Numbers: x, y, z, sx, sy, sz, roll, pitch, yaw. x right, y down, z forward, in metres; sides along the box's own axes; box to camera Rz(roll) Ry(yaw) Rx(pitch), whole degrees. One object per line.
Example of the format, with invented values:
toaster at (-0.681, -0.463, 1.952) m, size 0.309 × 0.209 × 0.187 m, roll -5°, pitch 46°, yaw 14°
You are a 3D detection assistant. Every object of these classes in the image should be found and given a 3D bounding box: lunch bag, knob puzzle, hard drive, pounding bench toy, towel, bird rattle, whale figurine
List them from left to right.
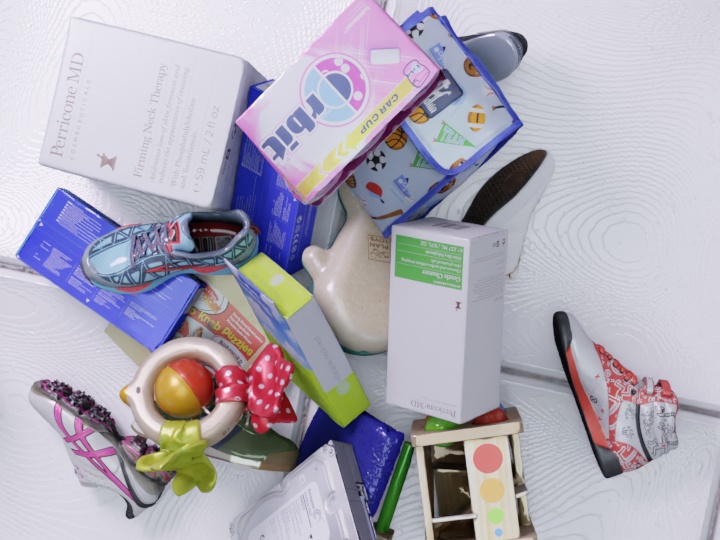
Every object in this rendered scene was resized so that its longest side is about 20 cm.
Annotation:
bird rattle at (-0.172, 0.139, 1.416) m, size 0.163 × 0.113 × 0.200 m, roll 41°, pitch 82°, yaw 21°
knob puzzle at (-0.172, 0.059, 1.533) m, size 0.217 × 0.030 × 0.223 m, roll 0°, pitch 91°, yaw 4°
hard drive at (-0.067, 0.300, 1.455) m, size 0.200 × 0.038 × 0.141 m, roll -41°, pitch 50°, yaw 31°
towel at (-0.025, 0.253, 1.490) m, size 0.049 × 0.147 × 0.202 m, roll 17°, pitch 96°, yaw -41°
whale figurine at (0.000, 0.000, 1.498) m, size 0.157 × 0.104 × 0.202 m, roll 7°, pitch 70°, yaw -23°
lunch bag at (0.059, -0.162, 1.421) m, size 0.200 × 0.124 × 0.171 m, roll -39°, pitch 86°, yaw 33°
pounding bench toy at (0.090, 0.235, 1.477) m, size 0.197 × 0.124 × 0.158 m, roll -8°, pitch 91°, yaw 3°

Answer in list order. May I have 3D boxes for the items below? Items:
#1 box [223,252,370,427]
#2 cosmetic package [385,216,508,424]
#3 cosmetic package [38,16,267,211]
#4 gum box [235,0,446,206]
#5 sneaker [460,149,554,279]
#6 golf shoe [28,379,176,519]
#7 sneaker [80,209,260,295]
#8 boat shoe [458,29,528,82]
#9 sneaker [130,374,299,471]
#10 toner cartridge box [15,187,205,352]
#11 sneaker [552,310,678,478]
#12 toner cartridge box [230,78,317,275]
box at (-0.069, 0.069, 1.435) m, size 0.047 × 0.122 × 0.201 m, roll -37°, pitch 129°, yaw -14°
cosmetic package at (0.094, 0.051, 1.412) m, size 0.107 × 0.084 × 0.203 m, roll 10°, pitch 104°, yaw 36°
cosmetic package at (-0.228, -0.170, 1.462) m, size 0.198 × 0.166 × 0.169 m, roll 14°, pitch 93°, yaw 4°
gum box at (-0.023, -0.171, 1.335) m, size 0.200 × 0.066 × 0.114 m, roll -44°, pitch 84°, yaw 7°
sneaker at (0.165, -0.046, 1.504) m, size 0.085 × 0.073 × 0.201 m, roll 41°, pitch 87°, yaw -29°
golf shoe at (-0.316, 0.208, 1.525) m, size 0.199 × 0.073 × 0.092 m, roll 38°, pitch 95°, yaw 1°
sneaker at (-0.208, -0.034, 1.420) m, size 0.198 × 0.096 × 0.080 m, roll -12°, pitch 71°, yaw -14°
boat shoe at (0.096, -0.235, 1.491) m, size 0.198 × 0.068 × 0.074 m, roll -17°, pitch 103°, yaw 28°
sneaker at (-0.160, 0.162, 1.485) m, size 0.198 × 0.067 × 0.091 m, roll 14°, pitch 98°, yaw 6°
toner cartridge box at (-0.285, 0.000, 1.495) m, size 0.199 × 0.043 × 0.095 m, roll 34°, pitch 91°, yaw 4°
sneaker at (0.296, 0.127, 1.493) m, size 0.107 × 0.067 × 0.203 m, roll -20°, pitch 94°, yaw 3°
toner cartridge box at (-0.091, -0.102, 1.459) m, size 0.095 × 0.043 × 0.202 m, roll 31°, pitch 125°, yaw 27°
